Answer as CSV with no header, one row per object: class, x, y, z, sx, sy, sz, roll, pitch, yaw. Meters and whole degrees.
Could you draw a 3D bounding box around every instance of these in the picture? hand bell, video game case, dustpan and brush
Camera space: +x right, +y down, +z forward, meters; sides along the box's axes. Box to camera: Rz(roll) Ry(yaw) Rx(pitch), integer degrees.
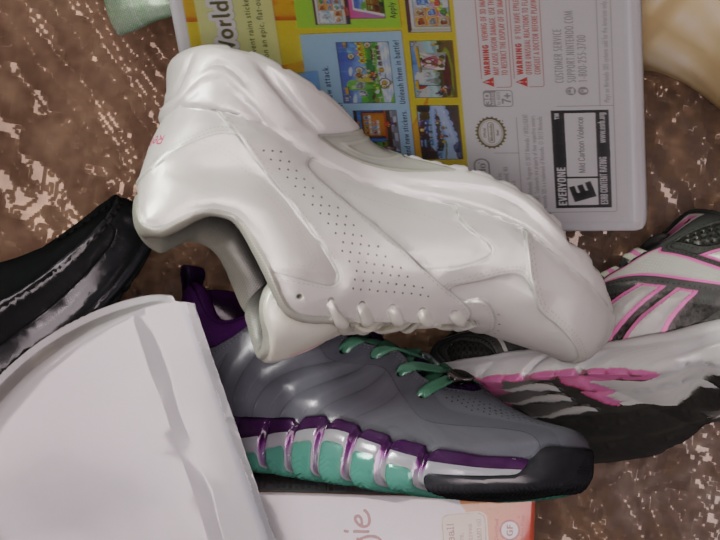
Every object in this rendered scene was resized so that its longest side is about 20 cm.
hand bell,0.196,-0.039,0.903,0.104,0.104,0.201,-35,73,2
video game case,0.018,-0.094,0.899,0.180,0.023,0.201,-1,133,8
dustpan and brush,-0.139,0.101,0.917,0.198,0.057,0.141,-19,97,-1

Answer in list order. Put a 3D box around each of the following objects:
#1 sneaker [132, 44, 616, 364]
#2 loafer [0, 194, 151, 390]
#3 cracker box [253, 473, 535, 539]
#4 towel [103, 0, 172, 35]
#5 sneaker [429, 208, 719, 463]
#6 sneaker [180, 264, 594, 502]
sneaker,0.000,0.000,0.891,0.199,0.078,0.100,26,72,-5
loafer,-0.172,0.030,0.951,0.200,0.068,0.071,-37,101,5
cracker box,-0.029,0.155,0.966,0.198,0.058,0.135,1,93,0
towel,-0.029,-0.195,0.899,0.198,0.023,0.154,-17,89,17
sneaker,0.127,0.021,0.960,0.198,0.081,0.087,-7,56,11
sneaker,0.000,0.042,0.922,0.198,0.074,0.088,4,86,28
